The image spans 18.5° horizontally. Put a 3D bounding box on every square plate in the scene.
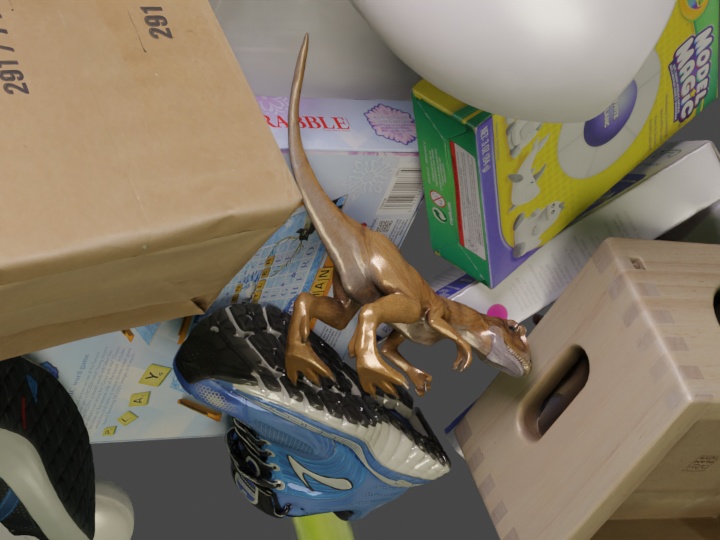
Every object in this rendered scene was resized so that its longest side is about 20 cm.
[{"bbox_3d":[0.022,-0.166,1.045,0.199,0.028,0.199,5,122,-28],"label":"square plate"}]

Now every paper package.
[{"bbox_3d":[-0.147,-0.070,0.881,0.190,0.201,0.103,-13,160,-43],"label":"paper package"}]

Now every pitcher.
[{"bbox_3d":[0.048,-0.171,0.949,0.199,0.121,0.172,31,92,-12],"label":"pitcher"}]

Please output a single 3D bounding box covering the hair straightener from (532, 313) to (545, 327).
[{"bbox_3d":[0.184,0.060,1.279,0.077,0.041,0.200,-44,125,10],"label":"hair straightener"}]

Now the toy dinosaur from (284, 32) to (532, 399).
[{"bbox_3d":[0.000,0.000,1.037,0.060,0.107,0.200,-13,133,42],"label":"toy dinosaur"}]

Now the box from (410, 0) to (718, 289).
[{"bbox_3d":[0.113,-0.094,1.084,0.200,0.048,0.118,-41,145,-24],"label":"box"}]

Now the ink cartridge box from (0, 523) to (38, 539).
[{"bbox_3d":[-0.253,0.143,1.119,0.199,0.039,0.100,-28,132,13],"label":"ink cartridge box"}]

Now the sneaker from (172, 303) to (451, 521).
[{"bbox_3d":[-0.034,0.085,1.110,0.089,0.079,0.200,-41,142,10],"label":"sneaker"}]

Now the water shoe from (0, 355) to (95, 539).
[{"bbox_3d":[-0.184,0.074,1.019,0.078,0.072,0.200,-12,147,11],"label":"water shoe"}]

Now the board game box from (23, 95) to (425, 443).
[{"bbox_3d":[-0.082,0.002,1.082,0.198,0.041,0.201,0,133,-33],"label":"board game box"}]

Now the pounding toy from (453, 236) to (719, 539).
[{"bbox_3d":[0.176,0.046,1.131,0.183,0.143,0.200,3,138,-35],"label":"pounding toy"}]

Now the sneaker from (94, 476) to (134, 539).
[{"bbox_3d":[-0.183,0.203,1.190,0.073,0.085,0.200,30,107,-36],"label":"sneaker"}]

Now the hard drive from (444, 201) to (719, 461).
[{"bbox_3d":[0.158,0.057,1.230,0.200,0.025,0.132,-43,130,9],"label":"hard drive"}]

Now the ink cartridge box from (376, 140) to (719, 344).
[{"bbox_3d":[0.092,-0.006,1.146,0.199,0.095,0.037,-29,97,-7],"label":"ink cartridge box"}]
